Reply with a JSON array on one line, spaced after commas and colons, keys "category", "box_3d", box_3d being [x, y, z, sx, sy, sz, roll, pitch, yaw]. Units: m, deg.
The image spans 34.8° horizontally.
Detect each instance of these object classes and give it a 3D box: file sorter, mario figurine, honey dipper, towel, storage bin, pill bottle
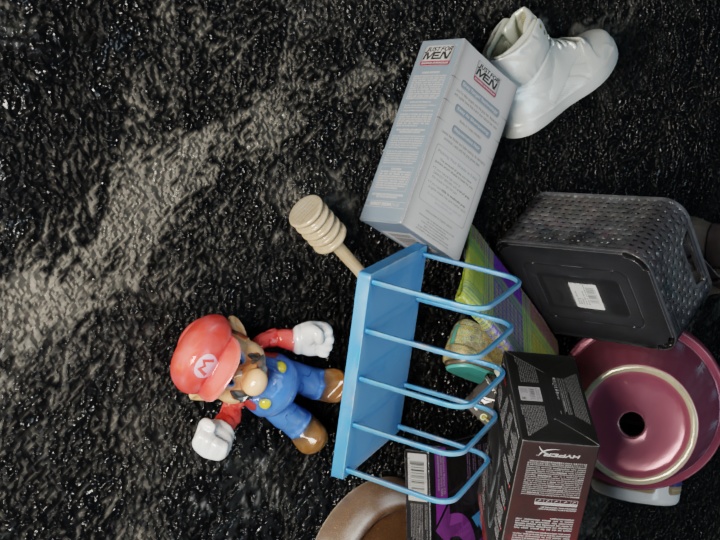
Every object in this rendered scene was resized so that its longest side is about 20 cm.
[{"category": "file sorter", "box_3d": [0.066, 0.095, 1.080, 0.139, 0.122, 0.201, -27, 128, -63]}, {"category": "mario figurine", "box_3d": [-0.080, 0.104, 0.997, 0.200, 0.106, 0.124, 31, 45, -49]}, {"category": "honey dipper", "box_3d": [0.000, 0.000, 1.118, 0.200, 0.038, 0.038, 47, 63, -41]}, {"category": "towel", "box_3d": [0.161, 0.058, 1.222, 0.200, 0.023, 0.144, 51, 26, -25]}, {"category": "storage bin", "box_3d": [0.264, -0.002, 1.258, 0.094, 0.199, 0.136, -47, 125, -29]}, {"category": "pill bottle", "box_3d": [0.355, 0.184, 1.435, 0.111, 0.111, 0.202, 9, 89, -44]}]

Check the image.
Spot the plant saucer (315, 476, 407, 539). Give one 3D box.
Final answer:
[{"category": "plant saucer", "box_3d": [0.024, 0.315, 1.183, 0.199, 0.032, 0.202, -6, 98, -44]}]

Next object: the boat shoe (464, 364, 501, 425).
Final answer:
[{"category": "boat shoe", "box_3d": [0.175, 0.181, 1.242, 0.060, 0.072, 0.201, -35, 126, 2]}]

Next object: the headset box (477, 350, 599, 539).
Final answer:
[{"category": "headset box", "box_3d": [0.166, 0.203, 1.115, 0.149, 0.077, 0.201, -89, -176, -62]}]

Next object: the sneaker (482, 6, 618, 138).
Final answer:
[{"category": "sneaker", "box_3d": [0.211, -0.245, 1.266, 0.200, 0.073, 0.116, -42, 125, -31]}]

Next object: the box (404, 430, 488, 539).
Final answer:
[{"category": "box", "box_3d": [0.116, 0.250, 1.232, 0.199, 0.036, 0.144, -2, 91, -55]}]

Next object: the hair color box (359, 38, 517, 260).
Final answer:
[{"category": "hair color box", "box_3d": [0.081, -0.122, 1.163, 0.099, 0.060, 0.201, 31, 75, -42]}]

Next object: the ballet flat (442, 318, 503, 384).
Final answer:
[{"category": "ballet flat", "box_3d": [0.162, 0.108, 1.272, 0.200, 0.070, 0.071, 33, 73, -42]}]

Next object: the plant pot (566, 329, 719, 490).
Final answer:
[{"category": "plant pot", "box_3d": [0.311, 0.158, 1.284, 0.179, 0.198, 0.202, -12, 106, -75]}]

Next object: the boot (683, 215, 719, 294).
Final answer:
[{"category": "boot", "box_3d": [0.437, 0.009, 1.467, 0.200, 0.146, 0.070, 50, 60, -36]}]
